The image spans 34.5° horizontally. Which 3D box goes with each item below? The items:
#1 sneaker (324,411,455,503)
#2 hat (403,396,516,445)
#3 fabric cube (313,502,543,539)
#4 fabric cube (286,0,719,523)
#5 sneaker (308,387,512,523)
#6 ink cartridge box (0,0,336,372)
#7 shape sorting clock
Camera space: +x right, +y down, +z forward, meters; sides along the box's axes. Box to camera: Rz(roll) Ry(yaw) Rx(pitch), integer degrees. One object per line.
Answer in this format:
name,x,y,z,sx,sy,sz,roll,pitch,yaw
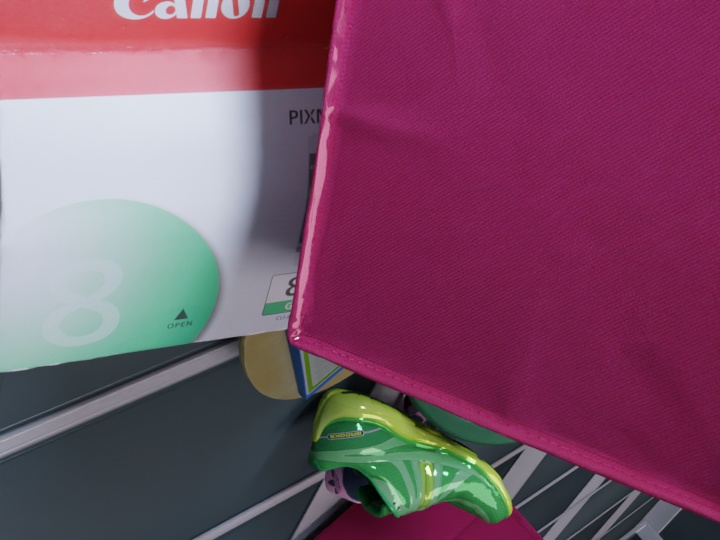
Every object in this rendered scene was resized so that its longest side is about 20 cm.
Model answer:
sneaker,0.032,0.167,1.075,0.081,0.071,0.200,-6,180,21
hat,0.098,0.039,0.960,0.199,0.167,0.176,-27,-166,4
fabric cube,0.083,0.321,1.212,0.199,0.200,0.197,-40,156,-8
fabric cube,0.112,-0.055,0.472,0.199,0.195,0.202,-26,132,-56
sneaker,0.037,0.164,0.943,0.199,0.074,0.084,30,83,-25
ink cartridge box,-0.066,-0.051,0.461,0.160,0.050,0.201,-7,138,-27
shape sorting clock,0.000,0.000,0.741,0.199,0.039,0.201,-37,154,-22
